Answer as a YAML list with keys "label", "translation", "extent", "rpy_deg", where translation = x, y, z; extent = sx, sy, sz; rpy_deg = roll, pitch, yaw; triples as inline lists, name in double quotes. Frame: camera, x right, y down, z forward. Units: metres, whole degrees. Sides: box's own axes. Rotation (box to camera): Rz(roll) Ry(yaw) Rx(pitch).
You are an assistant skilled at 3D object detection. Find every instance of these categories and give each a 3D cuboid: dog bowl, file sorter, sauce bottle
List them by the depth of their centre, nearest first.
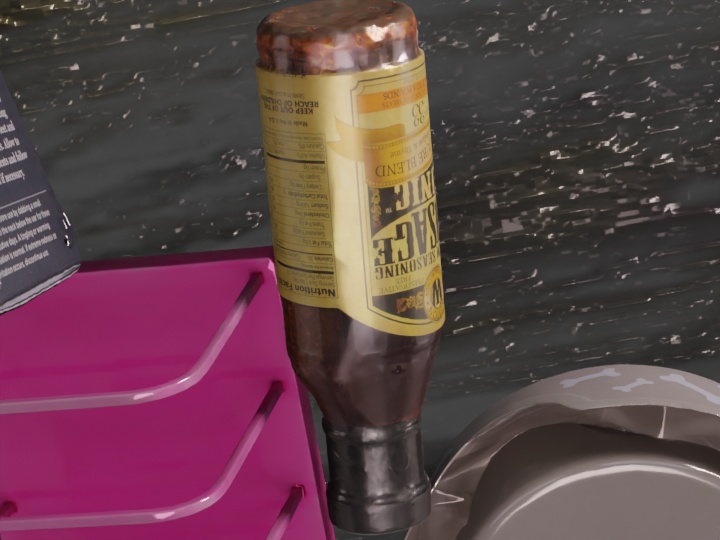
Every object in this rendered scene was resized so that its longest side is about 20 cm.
- label: "sauce bottle"
  translation: [0.000, 0.000, 0.865]
  extent: [0.066, 0.066, 0.200]
  rpy_deg: [-5, 108, 3]
- label: "file sorter"
  translation: [-0.094, 0.111, 0.878]
  extent: [0.139, 0.125, 0.200]
  rpy_deg: [-4, 111, 15]
- label: "dog bowl"
  translation: [0.108, 0.128, 0.944]
  extent: [0.200, 0.059, 0.200]
  rpy_deg: [0, 116, 1]

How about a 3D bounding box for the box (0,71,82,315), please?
- label: "box"
  translation: [-0.211, -0.057, 0.799]
  extent: [0.148, 0.104, 0.200]
  rpy_deg: [-24, 95, 12]
